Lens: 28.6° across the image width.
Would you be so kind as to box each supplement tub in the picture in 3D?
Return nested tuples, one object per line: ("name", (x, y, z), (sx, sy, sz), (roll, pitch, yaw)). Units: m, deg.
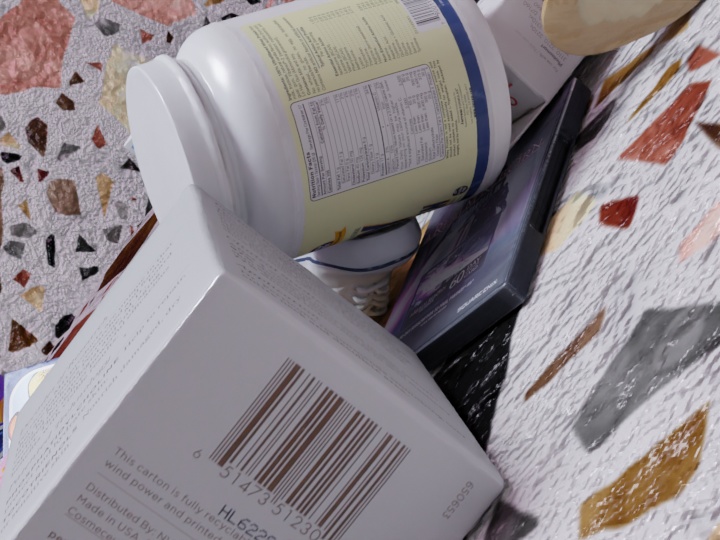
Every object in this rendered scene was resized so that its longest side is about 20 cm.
("supplement tub", (-0.026, -0.088, 0.843), (0.198, 0.146, 0.145), (-19, 2, -19))

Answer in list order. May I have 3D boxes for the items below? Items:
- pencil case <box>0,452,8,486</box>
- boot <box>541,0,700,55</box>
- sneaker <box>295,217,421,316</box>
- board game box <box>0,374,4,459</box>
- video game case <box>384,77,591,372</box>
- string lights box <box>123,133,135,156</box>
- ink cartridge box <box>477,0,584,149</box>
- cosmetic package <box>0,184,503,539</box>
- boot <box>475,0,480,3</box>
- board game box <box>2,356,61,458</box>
("pencil case", (-0.153, 0.089, 0.832), (0.201, 0.087, 0.087), (-58, 14, -22))
("boot", (0.185, -0.218, 0.873), (0.201, 0.071, 0.144), (-40, 19, 10))
("sneaker", (0.000, 0.000, 0.954), (0.072, 0.071, 0.200), (-18, 4, -13))
("board game box", (-0.272, 0.227, 1.000), (0.200, 0.199, 0.201), (-37, 20, 50))
("video game case", (0.071, -0.019, 0.863), (0.143, 0.019, 0.201), (-41, 18, 42))
("string lights box", (-0.092, -0.090, 1.218), (0.103, 0.200, 0.059), (-46, 14, 20))
("ink cartridge box", (0.105, -0.153, 0.943), (0.200, 0.068, 0.115), (-52, 9, -24))
("cosmetic package", (-0.061, 0.086, 0.691), (0.167, 0.167, 0.200), (-52, 16, 5))
("boot", (0.044, -0.210, 1.026), (0.198, 0.133, 0.070), (-16, 4, -29))
("board game box", (-0.155, 0.136, 0.877), (0.134, 0.035, 0.201), (-17, 52, 7))
